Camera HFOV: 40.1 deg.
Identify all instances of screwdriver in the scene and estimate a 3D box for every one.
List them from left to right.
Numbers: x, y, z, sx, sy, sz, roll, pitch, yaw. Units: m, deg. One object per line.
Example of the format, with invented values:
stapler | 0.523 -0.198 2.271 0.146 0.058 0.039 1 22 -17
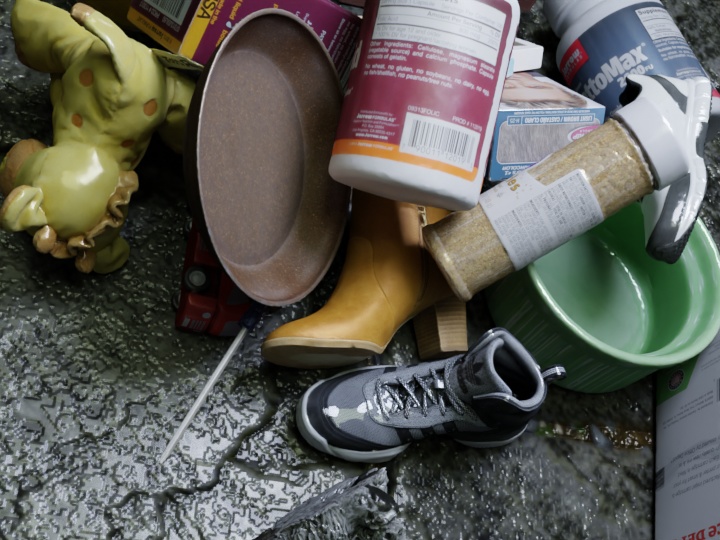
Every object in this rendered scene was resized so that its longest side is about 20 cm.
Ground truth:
screwdriver | -0.091 0.051 0.697 0.029 0.028 0.200 57 47 -27

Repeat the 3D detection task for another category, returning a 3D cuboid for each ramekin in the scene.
ramekin | 0.204 0.008 0.856 0.198 0.098 0.202 10 59 -17

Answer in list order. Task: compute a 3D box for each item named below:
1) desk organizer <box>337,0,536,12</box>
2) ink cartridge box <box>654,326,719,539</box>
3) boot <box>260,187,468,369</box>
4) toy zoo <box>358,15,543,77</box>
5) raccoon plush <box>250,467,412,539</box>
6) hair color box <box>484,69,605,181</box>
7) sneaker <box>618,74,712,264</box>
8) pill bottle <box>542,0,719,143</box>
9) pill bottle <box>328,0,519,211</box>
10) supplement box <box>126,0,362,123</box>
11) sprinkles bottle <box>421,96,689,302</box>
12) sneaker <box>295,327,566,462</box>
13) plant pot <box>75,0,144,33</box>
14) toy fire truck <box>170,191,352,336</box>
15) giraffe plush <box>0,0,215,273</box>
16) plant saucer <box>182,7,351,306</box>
desk organizer | 0.078 -0.300 0.989 0.198 0.077 0.072 7 60 -18
ink cartridge box | 0.311 0.149 0.793 0.084 0.146 0.201 20 58 -13
boot | 0.001 0.000 0.785 0.200 0.071 0.145 0 74 -35
toy zoo | 0.072 -0.205 0.894 0.130 0.021 0.200 -8 26 -25
raccoon plush | -0.020 0.229 0.674 0.199 0.097 0.135 -27 88 -2
hair color box | 0.117 -0.139 0.855 0.099 0.061 0.200 -5 26 -18
sneaker | 0.249 -0.090 0.837 0.079 0.074 0.201 13 52 4
pill bottle | 0.266 -0.205 0.988 0.119 0.120 0.201 -14 68 -28
pill bottle | 0.051 -0.153 0.718 0.113 0.114 0.202 13 88 -15
supplement box | -0.064 -0.184 0.774 0.199 0.086 0.110 18 16 -41
sprinkles bottle | 0.146 -0.052 0.750 0.199 0.068 0.069 -31 73 6
sneaker | 0.056 0.089 0.741 0.198 0.114 0.076 0 62 -22
plant pot | -0.172 -0.315 0.837 0.199 0.201 0.191 7 75 -19
toy fire truck | -0.070 -0.035 0.798 0.140 0.049 0.202 13 60 -18
giraffe plush | -0.196 -0.087 0.723 0.172 0.200 0.163 28 86 -33
plant saucer | -0.066 -0.076 0.685 0.036 0.201 0.201 2 51 27
